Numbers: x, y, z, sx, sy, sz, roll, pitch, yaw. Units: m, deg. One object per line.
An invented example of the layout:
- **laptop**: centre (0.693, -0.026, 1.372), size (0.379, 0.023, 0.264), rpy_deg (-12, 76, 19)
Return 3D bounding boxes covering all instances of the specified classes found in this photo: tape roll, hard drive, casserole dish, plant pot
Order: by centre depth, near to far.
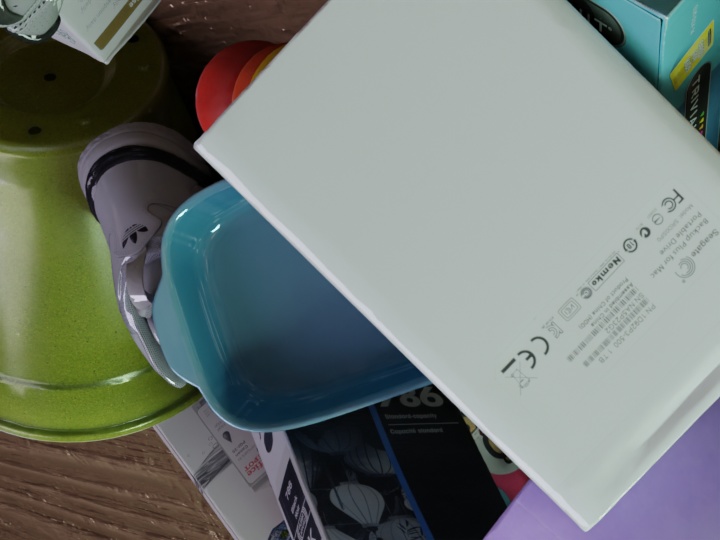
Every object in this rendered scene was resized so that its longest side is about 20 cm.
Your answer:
- **hard drive**: centre (0.056, -0.023, 0.790), size (0.200, 0.132, 0.026), rpy_deg (44, -175, -1)
- **tape roll**: centre (0.127, 0.087, 0.904), size (0.085, 0.200, 0.200), rpy_deg (40, 159, 9)
- **casserole dish**: centre (0.000, 0.000, 1.021), size (0.039, 0.199, 0.122), rpy_deg (-2, -107, -80)
- **plant pot**: centre (-0.166, -0.042, 1.226), size (0.200, 0.200, 0.194), rpy_deg (31, 145, 27)

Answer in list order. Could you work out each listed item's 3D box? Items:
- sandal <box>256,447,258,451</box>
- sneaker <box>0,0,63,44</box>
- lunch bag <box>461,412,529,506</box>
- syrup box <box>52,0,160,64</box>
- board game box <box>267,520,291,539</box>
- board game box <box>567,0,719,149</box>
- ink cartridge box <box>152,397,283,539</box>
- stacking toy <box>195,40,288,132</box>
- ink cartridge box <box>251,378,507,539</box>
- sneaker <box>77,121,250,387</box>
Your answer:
- **sandal**: centre (-0.019, 0.097, 1.178), size (0.075, 0.045, 0.200), rpy_deg (52, 164, -31)
- **sneaker**: centre (-0.108, -0.147, 0.940), size (0.198, 0.075, 0.116), rpy_deg (15, 123, 1)
- **lunch bag**: centre (0.055, 0.112, 1.242), size (0.200, 0.082, 0.176), rpy_deg (51, 158, -22)
- **syrup box**: centre (-0.171, -0.191, 1.014), size (0.079, 0.082, 0.200), rpy_deg (30, 170, 42)
- **board game box**: centre (0.080, 0.187, 1.139), size (0.199, 0.062, 0.200), rpy_deg (3, 149, 36)
- **board game box**: centre (0.073, -0.089, 0.877), size (0.151, 0.047, 0.201), rpy_deg (35, 157, 23)
- **ink cartridge box**: centre (-0.054, 0.120, 1.344), size (0.200, 0.083, 0.147), rpy_deg (50, 178, 30)
- **stacking toy**: centre (-0.014, -0.070, 0.915), size (0.086, 0.085, 0.200), rpy_deg (53, 164, -25)
- **ink cartridge box**: centre (0.010, 0.101, 1.041), size (0.200, 0.099, 0.039), rpy_deg (-118, 34, -49)
- **sneaker**: centre (-0.069, 0.015, 1.132), size (0.200, 0.075, 0.115), rpy_deg (40, -154, -43)
